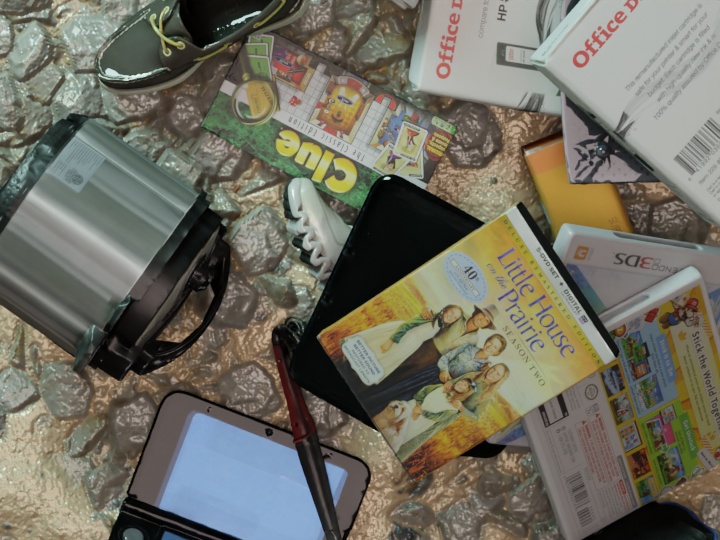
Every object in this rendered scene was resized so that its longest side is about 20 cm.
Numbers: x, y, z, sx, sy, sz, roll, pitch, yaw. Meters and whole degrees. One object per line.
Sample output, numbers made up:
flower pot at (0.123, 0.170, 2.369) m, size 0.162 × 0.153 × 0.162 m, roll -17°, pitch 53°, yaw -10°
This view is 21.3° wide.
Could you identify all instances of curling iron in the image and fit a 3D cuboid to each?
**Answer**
curling iron at (-0.046, 0.138, 1.661) m, size 0.025 × 0.050 × 0.201 m, roll -7°, pitch 84°, yaw -31°

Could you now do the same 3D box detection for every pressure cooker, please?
pressure cooker at (-0.209, -0.010, 1.589) m, size 0.200 × 0.179 × 0.176 m, roll 34°, pitch 93°, yaw -4°

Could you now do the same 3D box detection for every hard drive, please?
hard drive at (0.226, -0.173, 1.556) m, size 0.134 × 0.042 × 0.201 m, roll -2°, pitch 98°, yaw -3°

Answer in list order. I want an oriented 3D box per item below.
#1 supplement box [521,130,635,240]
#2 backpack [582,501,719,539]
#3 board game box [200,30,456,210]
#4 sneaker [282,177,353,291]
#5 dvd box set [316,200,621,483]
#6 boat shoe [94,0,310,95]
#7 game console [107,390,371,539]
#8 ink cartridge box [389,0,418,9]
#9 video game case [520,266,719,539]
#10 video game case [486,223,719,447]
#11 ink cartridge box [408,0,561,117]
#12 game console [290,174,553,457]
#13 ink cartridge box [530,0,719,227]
supplement box at (0.203, -0.023, 1.647) m, size 0.066 × 0.069 × 0.201 m, roll -21°, pitch 95°, yaw 3°
backpack at (0.236, 0.294, 1.619) m, size 0.182 × 0.200 × 0.147 m, roll -27°, pitch 99°, yaw 2°
board game box at (-0.027, -0.124, 1.654) m, size 0.199 × 0.023 × 0.105 m, roll 27°, pitch 98°, yaw -3°
sneaker at (0.000, 0.000, 1.650) m, size 0.081 × 0.075 × 0.200 m, roll -32°, pitch 105°, yaw -4°
dvd box set at (0.085, 0.059, 1.516) m, size 0.200 × 0.029 × 0.147 m, roll -33°, pitch 92°, yaw 19°
boat shoe at (-0.141, -0.210, 1.611) m, size 0.201 × 0.061 × 0.072 m, roll -25°, pitch 82°, yaw 9°
game console at (-0.111, 0.227, 1.654) m, size 0.199 × 0.176 × 0.117 m, roll 21°, pitch 125°, yaw -2°
ink cartridge box at (0.028, -0.336, 1.559) m, size 0.085 × 0.147 × 0.200 m, roll 27°, pitch 96°, yaw -46°
video game case at (0.226, 0.115, 1.602) m, size 0.181 × 0.023 × 0.201 m, roll -27°, pitch 124°, yaw -7°
video game case at (0.212, 0.063, 1.592) m, size 0.182 × 0.022 × 0.201 m, roll 8°, pitch 115°, yaw -27°
ink cartridge box at (0.151, -0.206, 1.612) m, size 0.199 × 0.084 × 0.147 m, roll 9°, pitch 98°, yaw -4°
game console at (0.070, 0.041, 1.602) m, size 0.175 × 0.116 × 0.201 m, roll 9°, pitch 114°, yaw -42°
ink cartridge box at (0.254, -0.153, 1.496) m, size 0.200 × 0.084 × 0.146 m, roll 41°, pitch 94°, yaw -8°
